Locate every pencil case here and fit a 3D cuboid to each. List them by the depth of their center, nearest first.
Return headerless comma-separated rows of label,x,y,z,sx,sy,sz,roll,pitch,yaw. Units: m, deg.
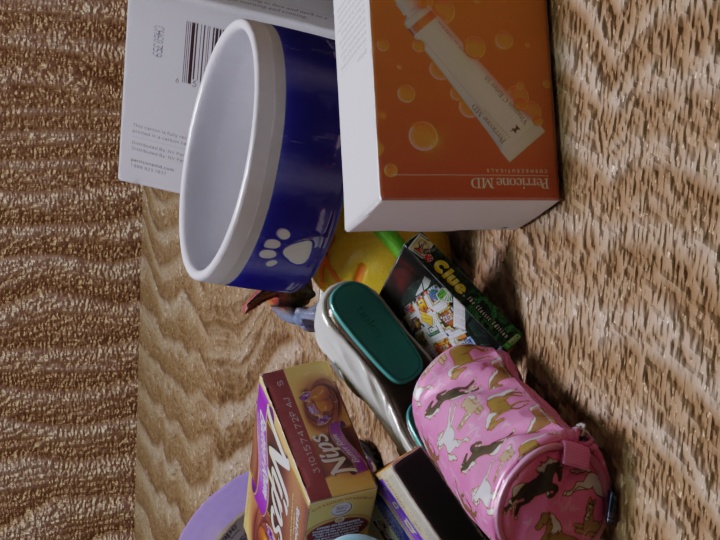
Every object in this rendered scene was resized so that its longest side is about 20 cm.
pencil case,0.092,0.112,1.172,0.200,0.086,0.083,-133,25,-69

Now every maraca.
maraca,0.002,-0.026,1.451,0.137,0.107,0.200,58,168,-28

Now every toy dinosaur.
toy dinosaur,-0.066,-0.001,1.702,0.181,0.199,0.106,15,87,50

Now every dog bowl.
dog bowl,-0.074,-0.085,1.406,0.200,0.078,0.201,-170,90,-71

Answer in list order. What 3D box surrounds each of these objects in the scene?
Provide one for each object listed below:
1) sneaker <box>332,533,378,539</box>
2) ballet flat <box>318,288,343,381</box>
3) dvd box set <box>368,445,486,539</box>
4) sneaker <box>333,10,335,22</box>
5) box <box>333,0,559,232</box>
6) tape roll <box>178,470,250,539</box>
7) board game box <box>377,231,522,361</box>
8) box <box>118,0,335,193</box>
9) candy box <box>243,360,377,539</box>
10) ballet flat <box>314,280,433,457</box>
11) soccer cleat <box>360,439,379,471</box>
sneaker,0.050,0.253,1.253,0.200,0.080,0.131,45,175,5
ballet flat,0.000,0.000,1.592,0.064,0.067,0.201,167,102,-67
dvd box set,0.049,0.206,1.324,0.147,0.029,0.200,56,161,5
sneaker,0.043,-0.150,1.419,0.074,0.088,0.201,29,143,40
box,0.054,-0.133,1.230,0.097,0.124,0.201,142,126,-73
tape roll,-0.050,0.260,1.490,0.085,0.199,0.201,59,-162,-55
board game box,0.049,0.058,1.353,0.105,0.023,0.200,44,152,10
box,-0.101,-0.170,1.658,0.131,0.198,0.201,-60,-19,-56
candy box,-0.040,0.175,1.364,0.201,0.056,0.117,98,155,-50
ballet flat,0.034,0.096,1.324,0.200,0.069,0.070,52,154,14
soccer cleat,-0.016,0.206,1.640,0.200,0.073,0.069,-119,31,-63
